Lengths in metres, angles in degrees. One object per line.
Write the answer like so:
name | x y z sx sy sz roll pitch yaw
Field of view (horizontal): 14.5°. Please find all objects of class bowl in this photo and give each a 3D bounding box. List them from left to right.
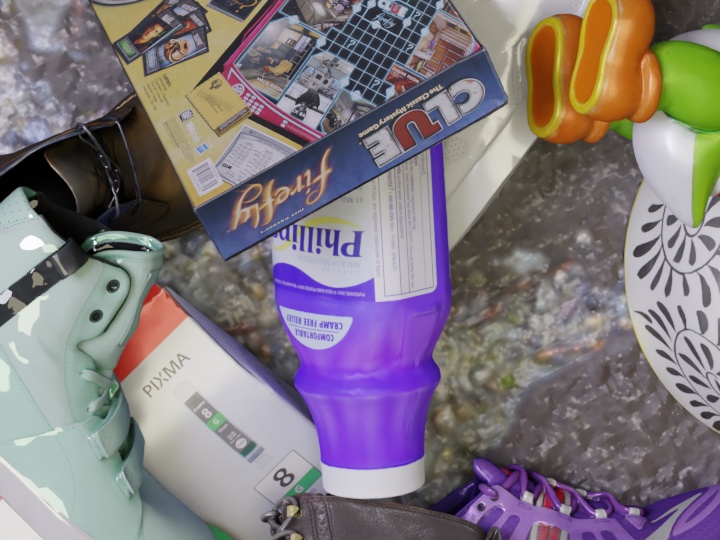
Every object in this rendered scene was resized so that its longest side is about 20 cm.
bowl | 0.229 0.002 1.313 0.201 0.094 0.201 -1 101 -5

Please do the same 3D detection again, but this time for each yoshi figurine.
yoshi figurine | 0.179 -0.089 1.225 0.200 0.112 0.112 10 129 -20

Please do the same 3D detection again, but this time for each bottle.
bottle | 0.000 0.000 1.262 0.065 0.083 0.200 -13 105 -40

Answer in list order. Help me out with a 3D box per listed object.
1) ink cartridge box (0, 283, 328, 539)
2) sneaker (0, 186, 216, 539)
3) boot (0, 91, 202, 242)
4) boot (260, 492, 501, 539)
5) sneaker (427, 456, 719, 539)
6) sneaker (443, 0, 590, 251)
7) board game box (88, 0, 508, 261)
ink cartridge box | -0.117 0.087 1.269 0.161 0.050 0.200 -44 135 4
sneaker | -0.104 0.053 1.201 0.118 0.074 0.200 -43 114 10
boot | -0.104 -0.039 1.265 0.200 0.097 0.075 -22 101 -2
boot | -0.023 0.172 1.230 0.200 0.174 0.069 6 137 -19
sneaker | 0.087 0.124 1.331 0.200 0.081 0.084 -9 95 -5
sneaker | 0.046 -0.110 1.290 0.116 0.074 0.200 31 97 0
board game box | -0.035 -0.104 1.213 0.135 0.200 0.035 -29 132 0
